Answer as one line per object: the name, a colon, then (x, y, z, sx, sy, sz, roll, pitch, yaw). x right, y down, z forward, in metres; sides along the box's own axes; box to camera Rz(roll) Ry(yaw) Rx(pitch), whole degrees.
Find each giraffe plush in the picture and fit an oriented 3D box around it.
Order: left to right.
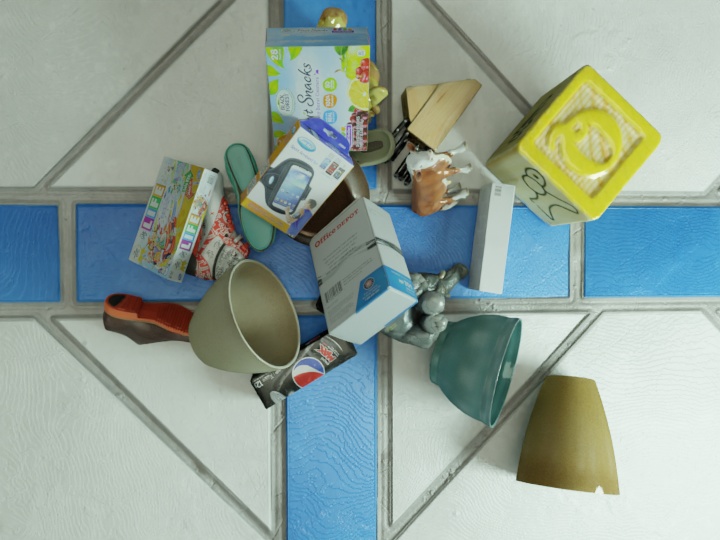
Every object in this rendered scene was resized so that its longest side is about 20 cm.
giraffe plush: (-0.031, -0.346, 1.157, 0.160, 0.173, 0.202, 22, 98, -12)

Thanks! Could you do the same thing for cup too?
cup: (-0.222, 0.100, 1.141, 0.142, 0.200, 0.203, -23, 94, 22)

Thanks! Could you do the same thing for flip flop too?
flip flop: (-0.031, -0.212, 1.180, 0.197, 0.057, 0.082, -11, 95, 21)

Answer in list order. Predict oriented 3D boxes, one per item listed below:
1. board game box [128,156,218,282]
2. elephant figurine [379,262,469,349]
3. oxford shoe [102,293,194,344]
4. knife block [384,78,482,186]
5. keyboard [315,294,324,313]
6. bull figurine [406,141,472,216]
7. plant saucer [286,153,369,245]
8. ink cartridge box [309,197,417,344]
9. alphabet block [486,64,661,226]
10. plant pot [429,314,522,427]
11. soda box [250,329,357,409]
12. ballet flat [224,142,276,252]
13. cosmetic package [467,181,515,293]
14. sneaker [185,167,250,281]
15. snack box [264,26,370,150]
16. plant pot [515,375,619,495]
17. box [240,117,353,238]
board game box: (-0.338, -0.094, 1.149, 0.133, 0.034, 0.203, 19, 90, 39)
elephant figurine: (0.106, 0.051, 1.186, 0.153, 0.200, 0.143, 26, 114, 0)
oxford shoe: (-0.376, 0.103, 1.185, 0.197, 0.071, 0.073, 18, 118, -8)
knife block: (0.137, -0.259, 1.212, 0.197, 0.064, 0.179, -9, 93, -5)
keyboard: (-0.003, 0.003, 1.228, 0.103, 0.040, 0.202, 24, 90, 18)
bull figurine: (0.137, -0.170, 1.159, 0.119, 0.201, 0.066, -14, 64, -5)
plant saucer: (-0.082, -0.132, 1.171, 0.197, 0.037, 0.204, 2, 112, 6)
ink cartridge box: (0.000, 0.000, 1.109, 0.146, 0.202, 0.085, -38, 137, 28)
alphabet block: (0.378, -0.215, 1.165, 0.195, 0.200, 0.197, 40, 88, -5)
plant pot: (0.207, 0.168, 1.178, 0.132, 0.200, 0.203, 16, 90, 22)
soda box: (-0.106, 0.176, 1.197, 0.198, 0.071, 0.064, -31, 95, -4)
ballet flat: (-0.200, -0.136, 1.182, 0.066, 0.070, 0.203, -16, 95, -3)
cosmetic package: (0.250, -0.060, 1.218, 0.050, 0.083, 0.204, 7, 91, -7)
sneaker: (-0.250, -0.079, 1.182, 0.106, 0.067, 0.205, 14, 94, -6)
snack box: (-0.069, -0.298, 1.069, 0.166, 0.068, 0.202, -1, 136, -3)
plant pot: (0.393, 0.305, 1.202, 0.183, 0.186, 0.203, 8, 77, -5)
box: (-0.104, -0.163, 1.103, 0.118, 0.042, 0.200, 31, 116, -26)
